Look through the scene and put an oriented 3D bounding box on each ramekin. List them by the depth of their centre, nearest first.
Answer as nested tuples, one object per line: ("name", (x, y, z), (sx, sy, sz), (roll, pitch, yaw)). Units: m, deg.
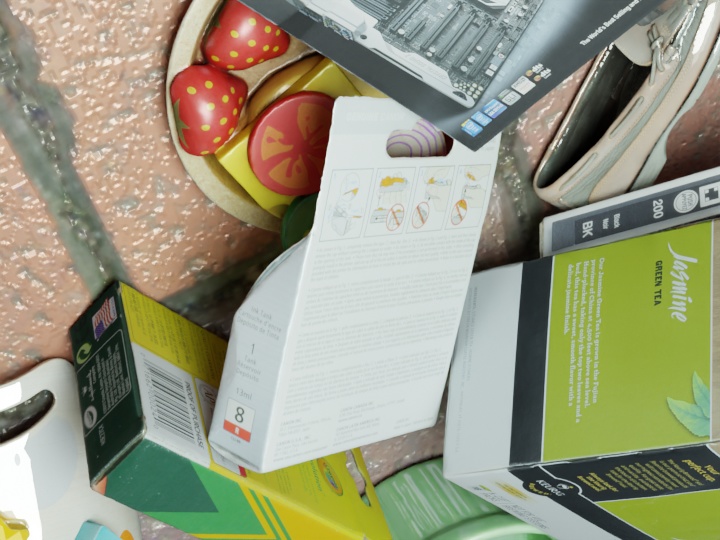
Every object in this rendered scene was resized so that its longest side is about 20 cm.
("ramekin", (0.065, 0.226, 1.000), (0.198, 0.098, 0.201), (-12, 124, -18))

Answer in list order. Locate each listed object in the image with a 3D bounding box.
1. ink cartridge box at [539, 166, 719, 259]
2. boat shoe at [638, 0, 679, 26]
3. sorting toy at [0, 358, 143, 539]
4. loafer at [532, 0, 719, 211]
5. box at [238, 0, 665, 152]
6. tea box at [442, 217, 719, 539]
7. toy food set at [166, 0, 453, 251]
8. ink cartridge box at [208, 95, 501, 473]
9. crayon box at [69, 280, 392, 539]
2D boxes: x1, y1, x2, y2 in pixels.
("ink cartridge box", (0.243, 0.000, 0.897), (0.199, 0.044, 0.198), (-17, 145, 29))
("boat shoe", (0.099, -0.190, 0.771), (0.199, 0.073, 0.065), (26, 121, -19))
("sorting toy", (-0.218, 0.145, 0.839), (0.198, 0.107, 0.182), (-9, 104, -20))
("loafer", (0.164, -0.119, 0.857), (0.062, 0.072, 0.201), (9, 118, -21))
("box", (0.051, -0.154, 0.655), (0.157, 0.050, 0.200), (30, 144, -19))
("tea box", (0.185, 0.083, 0.862), (0.196, 0.135, 0.200), (-12, 149, 36))
("toy food set", (-0.008, -0.104, 0.796), (0.200, 0.049, 0.198), (-42, 127, 3))
("ink cartridge box", (0.000, 0.000, 0.791), (0.162, 0.050, 0.202), (-7, 111, -52))
("crayon box", (-0.073, 0.103, 0.840), (0.051, 0.127, 0.199), (-43, 127, 18))
